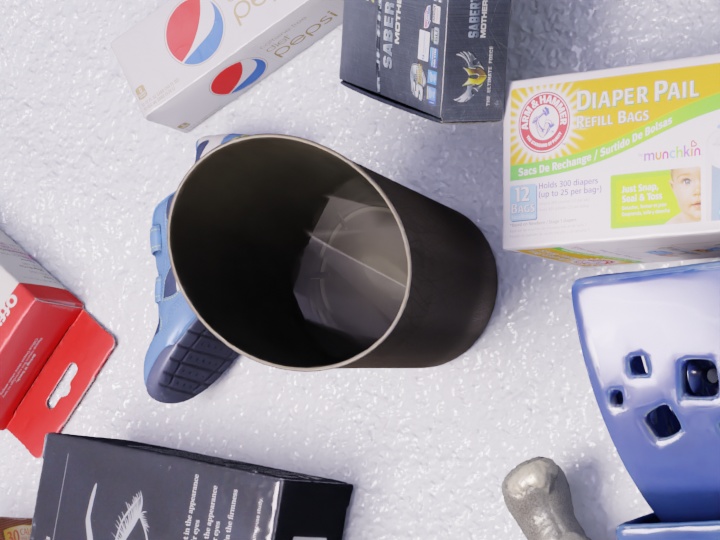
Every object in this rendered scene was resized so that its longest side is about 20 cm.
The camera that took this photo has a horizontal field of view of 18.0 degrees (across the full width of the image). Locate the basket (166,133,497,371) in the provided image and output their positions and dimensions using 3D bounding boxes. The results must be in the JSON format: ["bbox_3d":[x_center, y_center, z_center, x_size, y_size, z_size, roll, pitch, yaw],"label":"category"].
[{"bbox_3d":[0.000,0.000,1.464,0.179,0.200,0.137,27,96,28],"label":"basket"}]

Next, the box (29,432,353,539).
[{"bbox_3d":[-0.123,0.199,1.555,0.198,0.104,0.149,9,88,29],"label":"box"}]

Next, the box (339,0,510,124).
[{"bbox_3d":[0.042,-0.206,1.467,0.158,0.051,0.202,-149,60,-62],"label":"box"}]

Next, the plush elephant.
[{"bbox_3d":[0.089,0.245,1.402,0.165,0.154,0.201,-46,69,27],"label":"plush elephant"}]

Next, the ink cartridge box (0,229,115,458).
[{"bbox_3d":[-0.289,0.036,1.684,0.200,0.067,0.117,39,101,26],"label":"ink cartridge box"}]

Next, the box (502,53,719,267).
[{"bbox_3d":[0.195,-0.067,1.411,0.199,0.101,0.114,-5,81,37],"label":"box"}]

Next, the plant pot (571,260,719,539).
[{"bbox_3d":[0.252,0.081,1.330,0.198,0.200,0.182,-6,87,27],"label":"plant pot"}]

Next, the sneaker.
[{"bbox_3d":[-0.110,-0.004,1.597,0.082,0.074,0.201,21,86,30],"label":"sneaker"}]

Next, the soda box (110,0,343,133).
[{"bbox_3d":[-0.076,-0.181,1.605,0.199,0.064,0.069,-34,69,20],"label":"soda box"}]

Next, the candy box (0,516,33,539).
[{"bbox_3d":[-0.259,0.277,1.608,0.056,0.116,0.202,-17,76,25],"label":"candy box"}]
